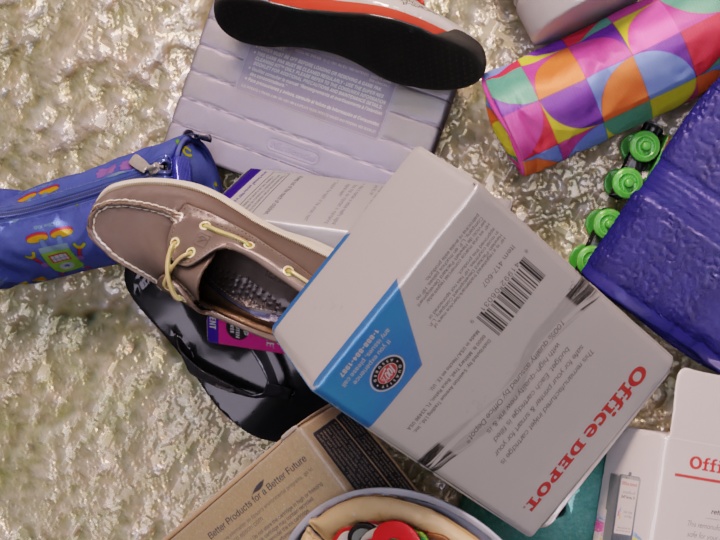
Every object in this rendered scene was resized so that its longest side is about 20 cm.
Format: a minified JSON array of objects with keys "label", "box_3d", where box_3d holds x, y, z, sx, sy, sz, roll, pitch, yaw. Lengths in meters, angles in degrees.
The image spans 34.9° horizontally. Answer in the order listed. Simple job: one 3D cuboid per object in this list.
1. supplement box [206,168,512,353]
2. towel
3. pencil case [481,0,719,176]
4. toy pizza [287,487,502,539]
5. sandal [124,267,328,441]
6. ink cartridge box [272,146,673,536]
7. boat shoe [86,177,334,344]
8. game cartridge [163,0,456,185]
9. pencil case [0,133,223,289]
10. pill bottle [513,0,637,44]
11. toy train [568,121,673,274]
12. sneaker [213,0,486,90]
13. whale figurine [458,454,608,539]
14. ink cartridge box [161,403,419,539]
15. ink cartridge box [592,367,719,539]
[{"label":"supplement box","box_3d":[0.000,0.000,0.806,0.198,0.103,0.102,7,114,12]},{"label":"towel","box_3d":[0.258,-0.036,0.755,0.147,0.049,0.201,38,104,24]},{"label":"pencil case","box_3d":[0.185,-0.142,0.810,0.199,0.088,0.089,-24,85,5]},{"label":"toy pizza","box_3d":[0.028,0.234,0.720,0.199,0.032,0.202,7,105,25]},{"label":"sandal","box_3d":[-0.107,0.058,0.869,0.200,0.043,0.076,41,95,7]},{"label":"ink cartridge box","box_3d":[0.071,0.047,0.693,0.200,0.084,0.146,38,92,-32]},{"label":"boat shoe","box_3d":[-0.092,-0.003,0.740,0.199,0.060,0.072,22,118,7]},{"label":"game cartridge","box_3d":[-0.037,-0.121,0.868,0.199,0.038,0.131,21,88,8]},{"label":"pencil case","box_3d":[-0.197,-0.042,0.853,0.198,0.087,0.079,-13,61,16]},{"label":"pill bottle","box_3d":[0.123,-0.271,0.804,0.114,0.114,0.201,-24,85,8]},{"label":"toy train","box_3d":[0.183,-0.009,0.828,0.056,0.042,0.201,25,93,-1]},{"label":"sneaker","box_3d":[0.003,-0.203,0.828,0.200,0.067,0.109,14,59,8]},{"label":"whale figurine","box_3d":[0.112,0.181,0.802,0.159,0.104,0.200,45,97,7]},{"label":"ink cartridge box","box_3d":[-0.040,0.214,0.809,0.200,0.075,0.165,-42,82,29]},{"label":"ink cartridge box","box_3d":[0.215,0.167,0.732,0.116,0.067,0.202,12,85,-18]}]
